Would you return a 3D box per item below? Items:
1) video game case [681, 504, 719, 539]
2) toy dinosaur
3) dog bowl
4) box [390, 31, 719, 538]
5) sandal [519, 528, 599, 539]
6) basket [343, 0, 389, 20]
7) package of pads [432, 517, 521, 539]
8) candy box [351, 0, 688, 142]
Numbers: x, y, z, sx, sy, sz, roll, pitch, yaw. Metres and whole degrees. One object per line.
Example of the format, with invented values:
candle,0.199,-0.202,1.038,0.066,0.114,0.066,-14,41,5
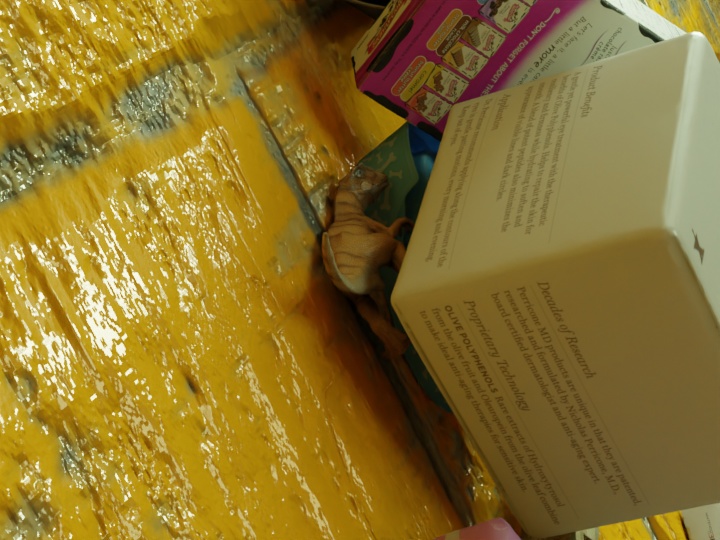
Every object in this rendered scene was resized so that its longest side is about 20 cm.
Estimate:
video game case,0.341,0.300,1.635,0.200,0.045,0.182,39,32,-49
toy dinosaur,0.000,0.000,1.150,0.106,0.060,0.200,46,15,-14
dog bowl,0.050,-0.001,1.263,0.111,0.050,0.200,28,42,-58
box,0.149,0.009,1.161,0.200,0.171,0.199,59,30,-29
sandal,0.103,0.189,1.173,0.070,0.078,0.212,34,25,-19
basket,0.046,-0.224,1.385,0.136,0.180,0.200,-68,162,-1
package of pads,0.072,0.234,1.009,0.121,0.076,0.200,53,23,-24
candy box,0.113,-0.127,1.264,0.200,0.136,0.061,31,24,-20
